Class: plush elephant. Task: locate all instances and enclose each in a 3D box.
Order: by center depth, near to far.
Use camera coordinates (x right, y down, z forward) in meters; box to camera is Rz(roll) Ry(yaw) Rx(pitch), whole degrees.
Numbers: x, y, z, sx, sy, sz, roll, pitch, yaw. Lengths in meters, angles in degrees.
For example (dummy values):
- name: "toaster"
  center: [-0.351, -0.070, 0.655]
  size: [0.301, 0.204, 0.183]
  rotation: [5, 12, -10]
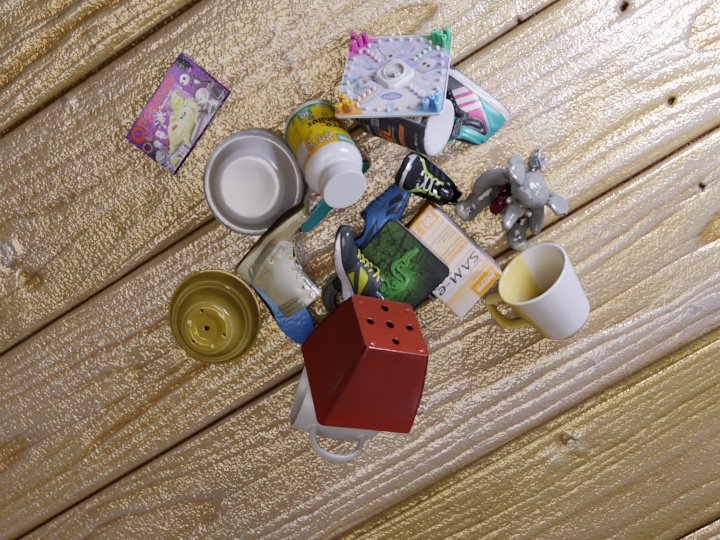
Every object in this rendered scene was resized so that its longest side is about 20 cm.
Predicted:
- name: "plush elephant"
  center: [0.297, -0.133, 1.523]
  size: [0.163, 0.155, 0.202]
  rotation: [35, 103, -6]

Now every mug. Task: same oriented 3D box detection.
- name: "mug"
  center: [0.358, 0.052, 1.584]
  size: [0.153, 0.185, 0.150]
  rotation: [46, 72, -29]
- name: "mug"
  center: [-0.042, 0.287, 1.618]
  size: [0.172, 0.203, 0.149]
  rotation: [19, 138, -10]

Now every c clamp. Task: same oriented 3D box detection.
- name: "c clamp"
  center: [0.023, 0.051, 1.620]
  size: [0.199, 0.027, 0.171]
  rotation: [-35, 108, 26]

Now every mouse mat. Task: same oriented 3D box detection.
- name: "mouse mat"
  center: [0.058, 0.014, 1.581]
  size: [0.160, 0.008, 0.200]
  rotation: [40, 117, -7]

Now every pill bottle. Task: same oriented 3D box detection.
- name: "pill bottle"
  center: [-0.062, -0.212, 1.490]
  size: [0.110, 0.202, 0.114]
  rotation: [-15, 139, -13]
- name: "pill bottle"
  center: [0.066, -0.291, 1.497]
  size: [0.197, 0.105, 0.108]
  rotation: [25, 105, 28]

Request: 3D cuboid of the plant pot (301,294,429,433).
- name: "plant pot"
  center: [0.022, 0.162, 1.524]
  size: [0.196, 0.202, 0.178]
  rotation: [10, 127, -25]

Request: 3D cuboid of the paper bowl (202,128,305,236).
- name: "paper bowl"
  center: [-0.207, -0.167, 1.565]
  size: [0.195, 0.105, 0.206]
  rotation: [0, 104, 1]

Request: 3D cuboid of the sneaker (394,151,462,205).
- name: "sneaker"
  center: [0.137, -0.164, 1.507]
  size: [0.082, 0.199, 0.073]
  rotation: [29, 100, 28]

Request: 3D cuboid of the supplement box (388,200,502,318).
- name: "supplement box"
  center: [0.166, -0.023, 1.596]
  size: [0.199, 0.074, 0.126]
  rotation: [41, 102, -7]

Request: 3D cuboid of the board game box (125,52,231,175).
- name: "board game box"
  center: [-0.356, -0.303, 1.579]
  size: [0.119, 0.032, 0.201]
  rotation: [37, 102, -2]

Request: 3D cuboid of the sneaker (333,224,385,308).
- name: "sneaker"
  center: [0.000, 0.000, 1.551]
  size: [0.083, 0.075, 0.204]
  rotation: [-7, 121, 9]

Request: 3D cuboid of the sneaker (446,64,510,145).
- name: "sneaker"
  center: [0.173, -0.303, 1.532]
  size: [0.198, 0.084, 0.122]
  rotation: [34, 93, -7]

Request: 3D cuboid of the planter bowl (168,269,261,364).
- name: "planter bowl"
  center: [-0.304, 0.107, 1.641]
  size: [0.195, 0.084, 0.206]
  rotation: [1, 103, 3]

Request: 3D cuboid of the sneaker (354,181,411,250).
- name: "sneaker"
  center: [0.047, -0.123, 1.583]
  size: [0.077, 0.066, 0.203]
  rotation: [26, 103, 0]

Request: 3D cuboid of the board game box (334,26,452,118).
- name: "board game box"
  center: [0.060, -0.360, 1.461]
  size: [0.195, 0.204, 0.026]
  rotation: [1, 147, 14]

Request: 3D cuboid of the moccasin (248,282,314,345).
- name: "moccasin"
  center: [-0.155, 0.055, 1.633]
  size: [0.080, 0.068, 0.202]
  rotation: [-32, 100, 1]

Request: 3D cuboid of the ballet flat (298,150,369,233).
- name: "ballet flat"
  center: [-0.063, -0.162, 1.586]
  size: [0.200, 0.075, 0.064]
  rotation: [-45, 69, 6]

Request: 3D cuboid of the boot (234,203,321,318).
- name: "boot"
  center: [-0.126, -0.016, 1.538]
  size: [0.154, 0.072, 0.200]
  rotation: [43, 114, -10]
